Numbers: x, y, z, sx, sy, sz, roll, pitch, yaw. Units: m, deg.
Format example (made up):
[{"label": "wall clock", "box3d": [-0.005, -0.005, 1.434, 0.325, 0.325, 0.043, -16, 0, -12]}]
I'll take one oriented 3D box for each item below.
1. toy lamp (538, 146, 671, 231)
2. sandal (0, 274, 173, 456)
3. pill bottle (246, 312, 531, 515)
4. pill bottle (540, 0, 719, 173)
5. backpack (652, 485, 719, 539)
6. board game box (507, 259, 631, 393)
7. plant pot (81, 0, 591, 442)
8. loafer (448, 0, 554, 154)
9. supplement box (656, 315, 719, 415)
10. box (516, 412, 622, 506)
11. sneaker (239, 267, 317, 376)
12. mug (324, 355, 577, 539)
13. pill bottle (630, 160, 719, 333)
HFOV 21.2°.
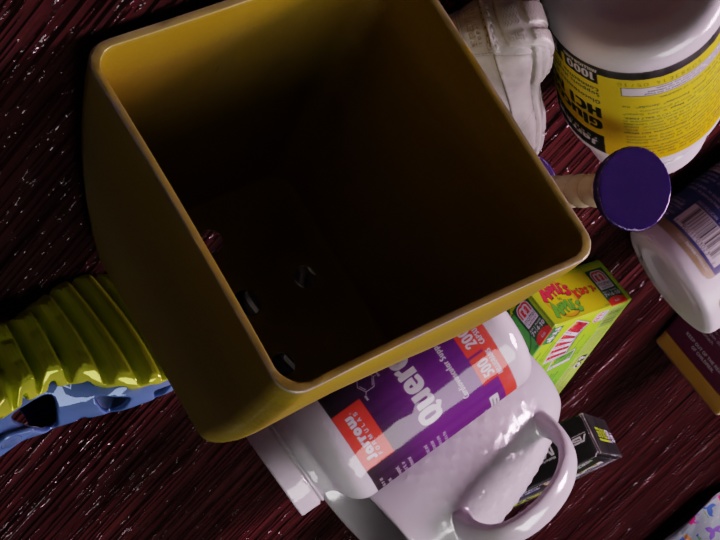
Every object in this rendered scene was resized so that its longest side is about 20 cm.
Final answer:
[{"label": "toy lamp", "box3d": [0.129, -0.053, 1.248, 0.058, 0.058, 0.200, -29, -170, -20]}, {"label": "sandal", "box3d": [-0.182, 0.061, 1.100, 0.199, 0.080, 0.087, -12, 150, -31]}, {"label": "pill bottle", "box3d": [0.017, 0.085, 1.376, 0.200, 0.113, 0.113, -36, 157, -5]}, {"label": "pill bottle", "box3d": [0.174, -0.136, 1.197, 0.112, 0.113, 0.200, -36, 156, -5]}, {"label": "backpack", "box3d": [0.475, 0.377, 2.561, 0.200, 0.151, 0.177, -50, 153, 16]}, {"label": "board game box", "box3d": [0.136, 0.083, 1.629, 0.101, 0.048, 0.200, -16, 148, -42]}, {"label": "plant pot", "box3d": [-0.035, -0.020, 1.027, 0.199, 0.201, 0.177, -24, 165, -30]}, {"label": "loafer", "box3d": [0.075, -0.111, 1.169, 0.069, 0.070, 0.200, -14, 158, -2]}, {"label": "supplement box", "box3d": [0.405, 0.032, 1.860, 0.131, 0.103, 0.200, -7, 142, -48]}, {"label": "box", "box3d": [0.131, 0.191, 1.735, 0.199, 0.048, 0.193, -27, 167, 8]}, {"label": "sneaker", "box3d": [0.000, 0.000, 1.247, 0.115, 0.076, 0.200, -16, 148, -47]}, {"label": "mug", "box3d": [0.081, 0.143, 1.476, 0.175, 0.200, 0.148, -44, 129, -16]}, {"label": "pill bottle", "box3d": [0.333, -0.048, 1.594, 0.200, 0.111, 0.111, -35, 157, -6]}]
